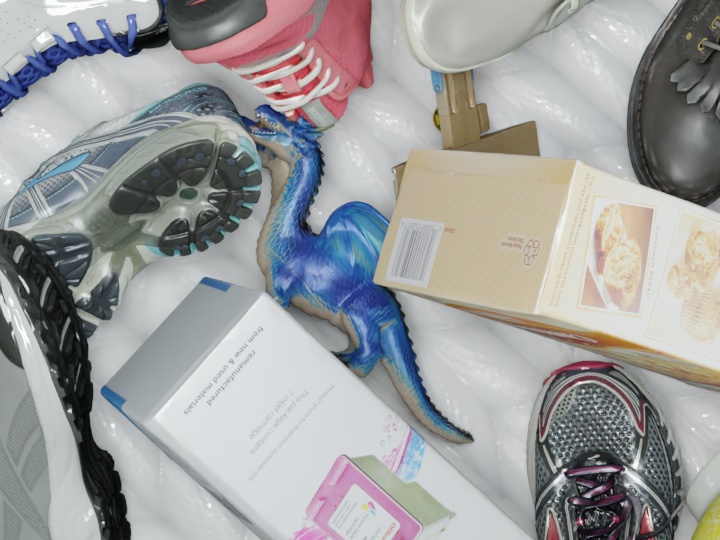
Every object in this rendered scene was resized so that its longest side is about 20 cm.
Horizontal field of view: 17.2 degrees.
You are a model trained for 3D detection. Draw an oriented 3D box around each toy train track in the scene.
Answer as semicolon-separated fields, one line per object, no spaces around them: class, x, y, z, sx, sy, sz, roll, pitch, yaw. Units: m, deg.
toy train track;0.038;-0.094;1.201;0.115;0.033;0.200;-20;107;-46

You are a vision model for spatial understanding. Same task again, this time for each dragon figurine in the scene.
dragon figurine;0.000;0.000;1.205;0.200;0.059;0.099;37;85;0

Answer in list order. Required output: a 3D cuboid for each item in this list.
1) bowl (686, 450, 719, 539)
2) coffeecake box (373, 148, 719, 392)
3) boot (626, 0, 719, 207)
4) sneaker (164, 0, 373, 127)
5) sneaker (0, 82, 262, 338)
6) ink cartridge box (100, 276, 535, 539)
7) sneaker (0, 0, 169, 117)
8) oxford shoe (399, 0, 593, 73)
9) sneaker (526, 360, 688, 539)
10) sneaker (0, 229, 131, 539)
bowl;0.223;0.132;1.167;0.200;0.200;0.108;-33;62;-5
coffeecake box;0.133;0.006;1.134;0.200;0.153;0.073;18;86;-27
boot;0.195;-0.131;1.168;0.069;0.174;0.200;19;86;-3
sneaker;-0.028;-0.110;1.146;0.074;0.200;0.087;-15;97;19
sneaker;-0.137;-0.026;1.197;0.200;0.086;0.078;-27;125;13
ink cartridge box;-0.016;0.101;1.138;0.200;0.145;0.085;44;82;-13
sneaker;-0.155;-0.125;1.187;0.115;0.081;0.199;27;84;3
oxford shoe;0.105;-0.161;1.176;0.200;0.058;0.075;-31;113;-20
sneaker;0.127;0.144;1.192;0.081;0.075;0.200;-7;86;8
sneaker;-0.167;0.076;1.157;0.079;0.074;0.200;-6;114;5
